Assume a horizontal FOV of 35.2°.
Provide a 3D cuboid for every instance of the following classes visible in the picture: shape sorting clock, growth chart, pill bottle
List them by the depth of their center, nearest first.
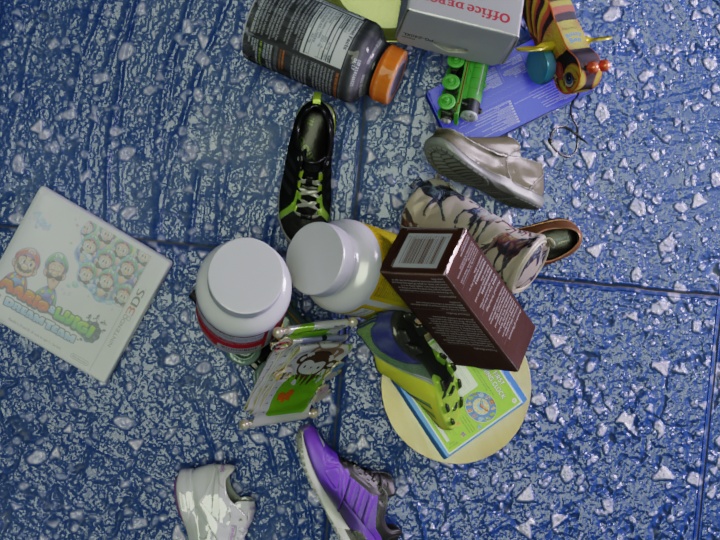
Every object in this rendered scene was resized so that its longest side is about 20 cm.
[{"bbox_3d":[-0.137,0.028,1.325,0.110,0.200,0.114,2,76,-8],"label":"pill bottle"},{"bbox_3d":[0.000,0.000,1.388,0.111,0.199,0.114,-6,78,32],"label":"pill bottle"},{"bbox_3d":[-0.074,0.126,1.395,0.143,0.201,0.018,-10,50,-36],"label":"growth chart"},{"bbox_3d":[-0.041,-0.278,1.423,0.198,0.106,0.107,25,92,7],"label":"pill bottle"},{"bbox_3d":[0.125,0.150,1.483,0.197,0.039,0.203,0,87,1],"label":"shape sorting clock"}]

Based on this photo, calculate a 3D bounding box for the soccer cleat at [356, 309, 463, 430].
[{"bbox_3d":[0.064,0.124,1.410,0.083,0.065,0.201,-10,130,31],"label":"soccer cleat"}]

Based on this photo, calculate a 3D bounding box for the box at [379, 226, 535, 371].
[{"bbox_3d":[0.121,0.036,1.363,0.201,0.099,0.075,52,55,-37],"label":"box"}]

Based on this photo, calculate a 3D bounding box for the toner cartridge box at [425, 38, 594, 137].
[{"bbox_3d":[0.191,-0.229,1.468,0.198,0.043,0.096,-25,92,1],"label":"toner cartridge box"}]

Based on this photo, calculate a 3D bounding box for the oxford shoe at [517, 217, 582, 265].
[{"bbox_3d":[0.191,-0.020,1.463,0.198,0.071,0.072,-22,93,2],"label":"oxford shoe"}]

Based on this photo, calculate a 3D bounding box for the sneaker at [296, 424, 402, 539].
[{"bbox_3d":[-0.009,0.279,1.479,0.099,0.070,0.202,-27,96,-6],"label":"sneaker"}]

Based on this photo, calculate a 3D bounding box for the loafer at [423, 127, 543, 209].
[{"bbox_3d":[0.159,-0.139,1.431,0.199,0.075,0.071,24,78,-39],"label":"loafer"}]

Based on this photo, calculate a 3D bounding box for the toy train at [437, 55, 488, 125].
[{"bbox_3d":[0.139,-0.270,1.433,0.056,0.042,0.203,10,67,7],"label":"toy train"}]

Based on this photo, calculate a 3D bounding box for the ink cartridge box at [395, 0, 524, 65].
[{"bbox_3d":[0.131,-0.371,1.390,0.143,0.083,0.203,11,75,-7],"label":"ink cartridge box"}]

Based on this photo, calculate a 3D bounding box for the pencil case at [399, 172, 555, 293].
[{"bbox_3d":[0.144,-0.046,1.417,0.199,0.078,0.090,31,94,29],"label":"pencil case"}]

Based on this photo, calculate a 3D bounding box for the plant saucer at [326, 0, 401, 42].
[{"bbox_3d":[0.039,-0.395,1.469,0.197,0.031,0.203,0,93,-1],"label":"plant saucer"}]

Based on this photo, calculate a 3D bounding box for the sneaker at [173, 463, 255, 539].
[{"bbox_3d":[-0.176,0.348,1.472,0.098,0.075,0.203,-15,92,2],"label":"sneaker"}]

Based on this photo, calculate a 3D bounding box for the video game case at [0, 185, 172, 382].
[{"bbox_3d":[-0.375,0.018,1.487,0.198,0.024,0.184,30,92,-1],"label":"video game case"}]

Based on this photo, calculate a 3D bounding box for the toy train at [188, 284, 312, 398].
[{"bbox_3d":[-0.127,0.075,1.463,0.114,0.085,0.200,-44,92,-8],"label":"toy train"}]

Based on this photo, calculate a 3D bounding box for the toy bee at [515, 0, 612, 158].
[{"bbox_3d":[0.263,-0.260,1.389,0.130,0.108,0.201,-36,96,-26],"label":"toy bee"}]

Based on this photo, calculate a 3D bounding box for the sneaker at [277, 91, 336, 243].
[{"bbox_3d":[-0.071,-0.125,1.452,0.071,0.083,0.203,4,92,0],"label":"sneaker"}]
